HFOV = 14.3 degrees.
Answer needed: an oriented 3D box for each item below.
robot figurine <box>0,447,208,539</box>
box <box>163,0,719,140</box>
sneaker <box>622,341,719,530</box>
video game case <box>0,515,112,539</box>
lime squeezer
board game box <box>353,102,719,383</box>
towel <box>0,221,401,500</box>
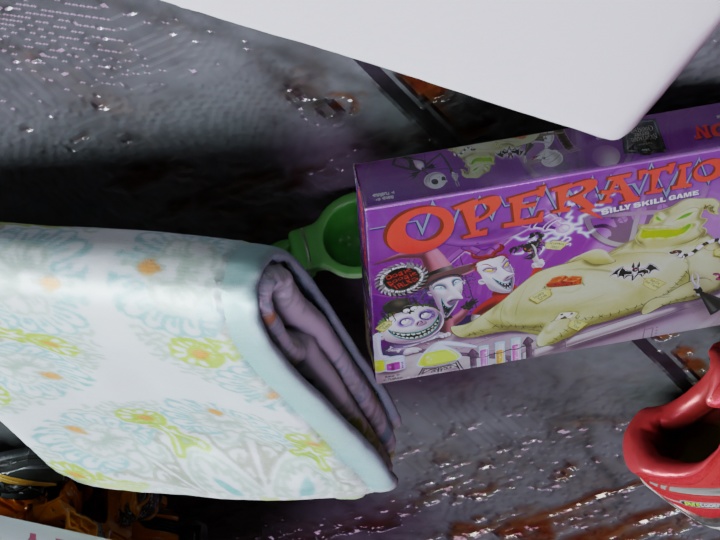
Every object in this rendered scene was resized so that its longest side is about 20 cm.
[{"bbox_3d":[-0.169,0.146,1.358,0.200,0.058,0.145,-26,138,32],"label":"robot figurine"},{"bbox_3d":[0.034,-0.178,0.815,0.200,0.172,0.199,15,141,-19],"label":"box"},{"bbox_3d":[0.187,0.053,1.208,0.085,0.077,0.200,26,137,-26],"label":"sneaker"},{"bbox_3d":[-0.131,0.180,1.336,0.182,0.023,0.200,15,143,-20],"label":"video game case"},{"bbox_3d":[0.000,0.000,1.173,0.071,0.038,0.200,25,136,-28],"label":"lime squeezer"},{"bbox_3d":[0.099,-0.014,1.130,0.200,0.032,0.120,-10,140,-3],"label":"board game box"},{"bbox_3d":[-0.085,0.040,1.177,0.171,0.048,0.200,2,153,20],"label":"towel"}]
